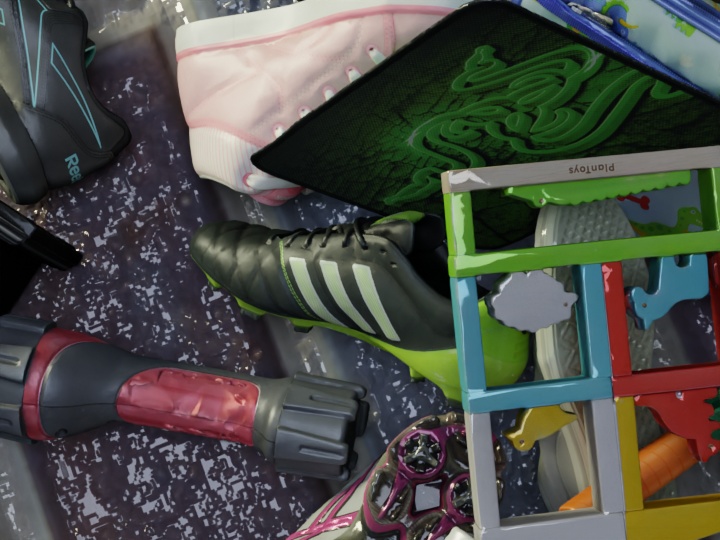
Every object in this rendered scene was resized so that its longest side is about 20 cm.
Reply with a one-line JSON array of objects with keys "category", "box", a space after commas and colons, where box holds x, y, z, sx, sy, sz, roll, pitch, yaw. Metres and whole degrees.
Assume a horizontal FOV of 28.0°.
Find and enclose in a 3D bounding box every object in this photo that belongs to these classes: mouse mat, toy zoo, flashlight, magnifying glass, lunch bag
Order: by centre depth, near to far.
[{"category": "toy zoo", "box": [0.110, 0.049, 0.648, 0.131, 0.020, 0.200, -6, 91, -6]}, {"category": "mouse mat", "box": [0.060, -0.060, 0.684, 0.161, 0.200, 0.008, 18, 63, -29]}, {"category": "magnifying glass", "box": [0.181, 0.070, 0.701, 0.200, 0.080, 0.022, -29, 90, -18]}, {"category": "lunch bag", "box": [0.160, -0.085, 0.716, 0.200, 0.161, 0.082, 36, 54, 9]}, {"category": "flashlight", "box": [-0.100, 0.071, 0.757, 0.200, 0.068, 0.068, 10, 65, 9]}]

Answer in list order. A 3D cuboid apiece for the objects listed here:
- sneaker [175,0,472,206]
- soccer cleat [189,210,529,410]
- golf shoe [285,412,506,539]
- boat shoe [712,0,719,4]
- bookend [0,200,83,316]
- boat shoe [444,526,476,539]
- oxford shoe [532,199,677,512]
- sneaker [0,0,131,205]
[{"category": "sneaker", "box": [-0.014, -0.088, 0.751, 0.200, 0.075, 0.105, -5, 85, 36]}, {"category": "soccer cleat", "box": [0.000, 0.000, 0.743, 0.200, 0.068, 0.081, 22, 114, 26]}, {"category": "golf shoe", "box": [-0.006, 0.155, 0.727, 0.200, 0.092, 0.073, -42, 85, -8]}, {"category": "boat shoe", "box": [0.225, -0.184, 0.658, 0.200, 0.072, 0.076, -16, 62, -23]}, {"category": "bookend", "box": [-0.294, 0.013, 0.771, 0.199, 0.092, 0.200, 33, 86, 8]}, {"category": "boat shoe", "box": [0.120, 0.172, 0.692, 0.200, 0.074, 0.065, 19, 93, -26]}, {"category": "oxford shoe", "box": [0.111, 0.054, 0.722, 0.075, 0.058, 0.200, -20, 107, -30]}, {"category": "sneaker", "box": [-0.197, -0.136, 0.809, 0.079, 0.075, 0.200, -23, 86, -14]}]
